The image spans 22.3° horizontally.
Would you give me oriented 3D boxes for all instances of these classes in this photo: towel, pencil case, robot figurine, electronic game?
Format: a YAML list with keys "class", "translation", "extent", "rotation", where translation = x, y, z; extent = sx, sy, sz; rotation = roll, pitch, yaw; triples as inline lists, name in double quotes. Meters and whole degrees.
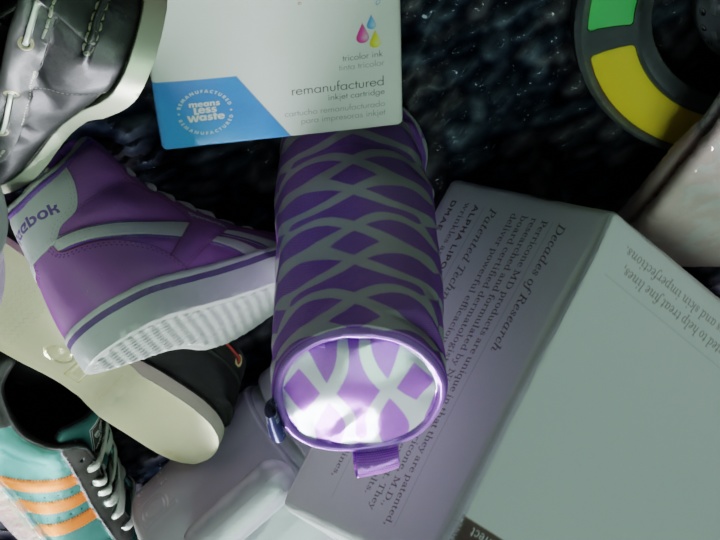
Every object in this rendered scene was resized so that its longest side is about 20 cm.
- class: "towel"
  translation: [0.245, -0.051, 0.929]
  extent: [0.199, 0.032, 0.191]
  rotation: [0, 155, -14]
- class: "pencil case"
  translation: [0.000, 0.000, 0.865]
  extent: [0.083, 0.201, 0.086]
  rotation: [-13, 130, 12]
- class: "robot figurine"
  translation: [-0.048, 0.128, 1.023]
  extent: [0.200, 0.170, 0.113]
  rotation: [-43, 85, 7]
- class: "electronic game"
  translation: [0.199, -0.132, 0.878]
  extent: [0.198, 0.042, 0.201]
  rotation: [-5, 135, -5]

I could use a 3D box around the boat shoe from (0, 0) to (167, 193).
- class: "boat shoe"
  translation: [-0.154, -0.087, 0.805]
  extent: [0.067, 0.072, 0.200]
  rotation: [14, 160, -27]

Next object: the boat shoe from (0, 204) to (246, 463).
- class: "boat shoe"
  translation: [-0.145, 0.020, 0.956]
  extent: [0.201, 0.063, 0.074]
  rotation: [39, 137, -22]

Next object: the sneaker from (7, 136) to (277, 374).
- class: "sneaker"
  translation: [-0.096, -0.021, 0.906]
  extent: [0.073, 0.115, 0.200]
  rotation: [-39, 167, 21]

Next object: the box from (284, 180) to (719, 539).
- class: "box"
  translation: [0.103, 0.091, 0.954]
  extent: [0.199, 0.130, 0.201]
  rotation: [36, 78, -36]

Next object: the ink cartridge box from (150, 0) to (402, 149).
- class: "ink cartridge box"
  translation: [-0.043, -0.154, 0.795]
  extent: [0.115, 0.067, 0.201]
  rotation: [-7, 134, -3]

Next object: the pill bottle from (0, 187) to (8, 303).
- class: "pill bottle"
  translation: [-0.233, 0.015, 0.859]
  extent: [0.112, 0.113, 0.200]
  rotation: [13, 150, -22]

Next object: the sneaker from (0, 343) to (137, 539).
- class: "sneaker"
  translation: [-0.166, 0.107, 1.028]
  extent: [0.080, 0.072, 0.200]
  rotation: [-25, 132, 20]
